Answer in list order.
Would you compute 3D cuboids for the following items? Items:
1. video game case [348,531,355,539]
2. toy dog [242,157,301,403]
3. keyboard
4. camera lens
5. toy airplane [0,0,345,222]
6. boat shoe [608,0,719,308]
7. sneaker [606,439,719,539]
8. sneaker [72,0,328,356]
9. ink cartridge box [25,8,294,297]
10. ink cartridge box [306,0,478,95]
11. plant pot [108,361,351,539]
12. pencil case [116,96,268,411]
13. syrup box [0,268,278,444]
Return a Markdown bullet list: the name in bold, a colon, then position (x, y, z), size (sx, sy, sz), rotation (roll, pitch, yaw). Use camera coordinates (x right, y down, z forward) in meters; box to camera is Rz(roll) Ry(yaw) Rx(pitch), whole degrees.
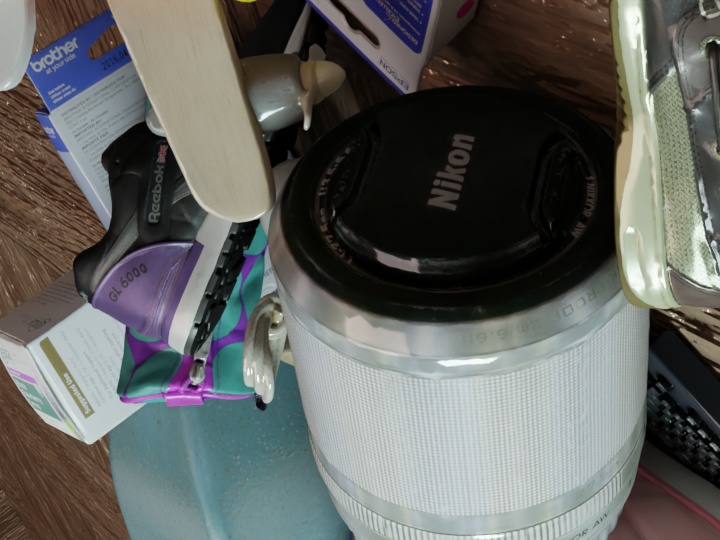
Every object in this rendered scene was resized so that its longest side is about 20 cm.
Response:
- **video game case**: position (0.031, 0.136, 0.827), size (0.018, 0.143, 0.200), rotation (24, 138, -9)
- **toy dog**: position (0.000, 0.000, 0.793), size (0.200, 0.096, 0.132), rotation (-39, -47, -84)
- **keyboard**: position (0.200, 0.110, 0.673), size (0.200, 0.021, 0.127), rotation (48, 158, 9)
- **camera lens**: position (0.048, 0.031, 0.654), size (0.160, 0.160, 0.200), rotation (35, 149, 36)
- **toy airplane**: position (-0.079, -0.146, 0.592), size (0.199, 0.141, 0.200), rotation (33, 119, 17)
- **boat shoe**: position (0.123, -0.074, 0.498), size (0.066, 0.072, 0.201), rotation (7, 123, 21)
- **sneaker**: position (0.113, 0.135, 0.751), size (0.200, 0.105, 0.075), rotation (32, 158, 55)
- **sneaker**: position (-0.086, -0.064, 0.741), size (0.087, 0.201, 0.076), rotation (24, -177, 5)
- **ink cartridge box**: position (-0.109, -0.068, 0.879), size (0.042, 0.119, 0.200), rotation (19, 141, 62)
- **ink cartridge box**: position (0.015, -0.162, 0.610), size (0.095, 0.037, 0.200), rotation (46, 155, 17)
- **plant pot**: position (-0.062, 0.129, 1.009), size (0.196, 0.195, 0.201), rotation (15, 131, 56)
- **pencil case**: position (-0.087, -0.022, 0.824), size (0.092, 0.085, 0.201), rotation (-161, 76, -73)
- **syrup box**: position (-0.131, 0.019, 0.946), size (0.079, 0.200, 0.082), rotation (9, 132, 58)
